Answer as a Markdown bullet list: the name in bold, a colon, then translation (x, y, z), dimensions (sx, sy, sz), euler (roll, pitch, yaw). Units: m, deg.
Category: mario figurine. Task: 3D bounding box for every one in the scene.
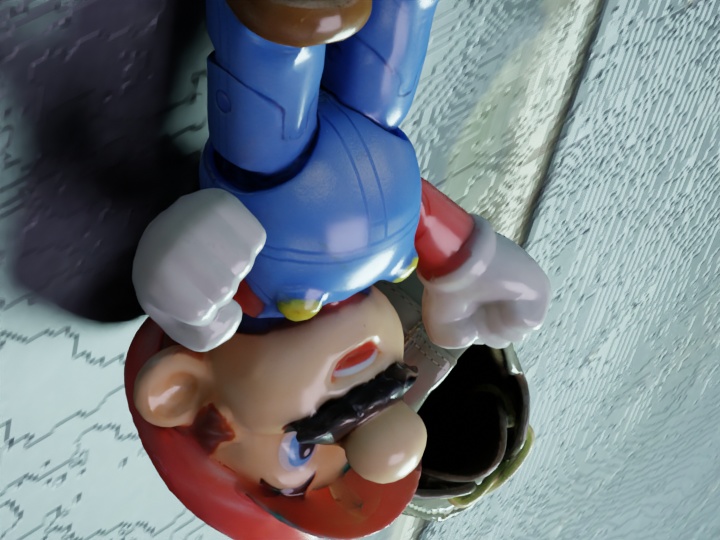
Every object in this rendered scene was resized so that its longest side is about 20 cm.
- **mario figurine**: translation (0.000, 0.000, 0.646), dimensions (0.122, 0.106, 0.201), euler (2, 130, -9)

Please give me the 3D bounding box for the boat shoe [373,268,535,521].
- **boat shoe**: translation (0.021, 0.046, 0.820), dimensions (0.072, 0.060, 0.202), euler (-45, 156, -8)
